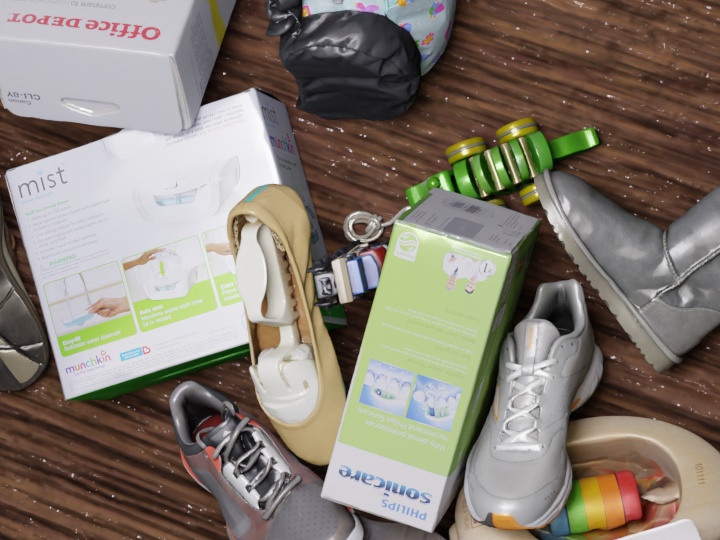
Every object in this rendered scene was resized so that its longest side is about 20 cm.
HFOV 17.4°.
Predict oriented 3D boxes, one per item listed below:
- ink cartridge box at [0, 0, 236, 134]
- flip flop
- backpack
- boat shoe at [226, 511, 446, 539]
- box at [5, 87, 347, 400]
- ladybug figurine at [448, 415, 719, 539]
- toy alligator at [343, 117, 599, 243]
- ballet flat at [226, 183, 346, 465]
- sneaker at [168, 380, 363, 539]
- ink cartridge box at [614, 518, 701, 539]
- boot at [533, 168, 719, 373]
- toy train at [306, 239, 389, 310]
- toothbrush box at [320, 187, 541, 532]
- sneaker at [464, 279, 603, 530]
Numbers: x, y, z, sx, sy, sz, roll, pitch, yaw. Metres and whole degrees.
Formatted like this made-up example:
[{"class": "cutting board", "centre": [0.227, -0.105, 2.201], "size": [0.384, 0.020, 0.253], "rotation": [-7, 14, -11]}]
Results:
[{"class": "ink cartridge box", "centre": [-0.168, -0.206, 1.687], "size": [0.144, 0.084, 0.201], "rotation": [6, 55, 12]}, {"class": "flip flop", "centre": [-0.287, -0.007, 1.769], "size": [0.081, 0.058, 0.201], "rotation": [-22, 97, 6]}, {"class": "backpack", "centre": [0.008, -0.219, 1.669], "size": [0.126, 0.167, 0.201], "rotation": [8, 75, 5]}, {"class": "boat shoe", "centre": [-0.011, 0.210, 1.672], "size": [0.199, 0.073, 0.075], "rotation": [18, 60, 36]}, {"class": "box", "centre": [-0.134, -0.017, 1.708], "size": [0.199, 0.097, 0.177], "rotation": [-18, 83, 11]}, {"class": "ladybug figurine", "centre": [0.160, 0.172, 1.628], "size": [0.199, 0.072, 0.136], "rotation": [-7, 55, 3]}, {"class": "toy alligator", "centre": [0.074, -0.062, 1.684], "size": [0.199, 0.054, 0.060], "rotation": [-21, 82, 11]}, {"class": "ballet flat", "centre": [-0.058, 0.042, 1.609], "size": [0.068, 0.063, 0.201], "rotation": [-8, 98, 29]}, {"class": "sneaker", "centre": [-0.079, 0.145, 1.652], "size": [0.077, 0.082, 0.200], "rotation": [-43, 46, -13]}, {"class": "ink cartridge box", "centre": [0.202, 0.268, 1.570], "size": [0.117, 0.067, 0.200], "rotation": [-19, 125, 11]}, {"class": "boot", "centre": [0.245, -0.046, 1.631], "size": [0.200, 0.073, 0.182], "rotation": [-37, 99, 15]}, {"class": "toy train", "centre": [0.000, 0.000, 1.624], "size": [0.046, 0.200, 0.034], "rotation": [-11, 94, 10]}, {"class": "toothbrush box", "centre": [0.050, 0.058, 1.613], "size": [0.086, 0.146, 0.201], "rotation": [16, 104, 9]}, {"class": "sneaker", "centre": [0.113, 0.086, 1.595], "size": [0.075, 0.200, 0.092], "rotation": [4, 132, 16]}]
